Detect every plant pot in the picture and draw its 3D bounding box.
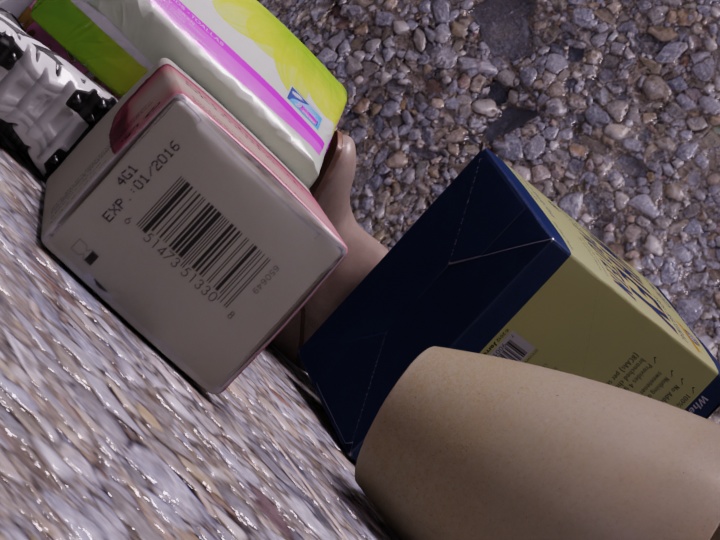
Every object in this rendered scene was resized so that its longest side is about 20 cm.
[{"bbox_3d":[0.104,0.133,1.175,0.199,0.188,0.187,30,-1,16],"label":"plant pot"}]

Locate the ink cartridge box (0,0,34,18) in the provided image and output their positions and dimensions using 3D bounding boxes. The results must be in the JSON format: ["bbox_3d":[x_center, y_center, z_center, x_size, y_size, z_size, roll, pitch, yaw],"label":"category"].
[{"bbox_3d":[-0.264,-0.236,1.367,0.083,0.146,0.200,41,4,-30],"label":"ink cartridge box"}]

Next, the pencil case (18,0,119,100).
[{"bbox_3d":[-0.174,-0.108,1.364,0.200,0.086,0.083,46,-8,19],"label":"pencil case"}]

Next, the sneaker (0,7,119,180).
[{"bbox_3d":[-0.204,-0.113,1.240,0.200,0.066,0.091,38,8,-47],"label":"sneaker"}]

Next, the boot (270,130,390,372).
[{"bbox_3d":[0.000,0.000,1.445,0.145,0.200,0.071,24,44,-14],"label":"boot"}]

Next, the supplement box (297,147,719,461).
[{"bbox_3d":[0.105,0.068,1.400,0.199,0.200,0.134,36,13,-32],"label":"supplement box"}]

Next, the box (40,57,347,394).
[{"bbox_3d":[-0.096,-0.031,1.143,0.128,0.109,0.200,42,3,-14],"label":"box"}]

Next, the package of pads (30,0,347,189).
[{"bbox_3d":[-0.102,-0.137,1.305,0.200,0.068,0.155,43,21,-11],"label":"package of pads"}]
